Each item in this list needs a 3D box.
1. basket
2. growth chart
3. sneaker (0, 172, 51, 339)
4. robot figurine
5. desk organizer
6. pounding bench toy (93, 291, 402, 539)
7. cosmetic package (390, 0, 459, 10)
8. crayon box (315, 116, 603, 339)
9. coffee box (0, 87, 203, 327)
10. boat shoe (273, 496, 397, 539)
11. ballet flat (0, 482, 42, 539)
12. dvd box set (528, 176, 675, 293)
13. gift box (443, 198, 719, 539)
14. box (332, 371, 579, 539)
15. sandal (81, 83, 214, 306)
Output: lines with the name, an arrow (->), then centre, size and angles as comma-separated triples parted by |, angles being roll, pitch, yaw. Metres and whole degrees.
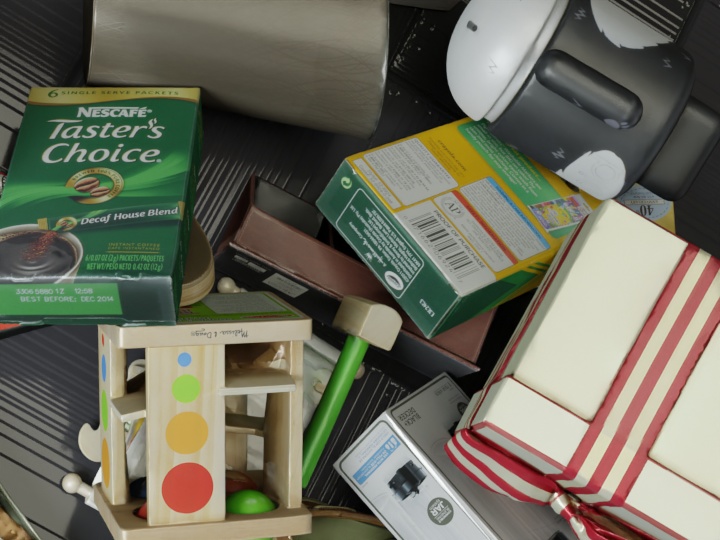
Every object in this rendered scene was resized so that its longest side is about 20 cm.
basket -> -0.091, -0.180, 1.230 | 0.198, 0.136, 0.182 | 1, 65, -13
growth chart -> -0.105, 0.104, 1.237 | 0.144, 0.018, 0.201 | 38, 72, -8
sneaker -> -0.277, -0.002, 1.176 | 0.200, 0.067, 0.109 | -16, 85, -22
robot figurine -> 0.158, -0.131, 1.246 | 0.199, 0.150, 0.125 | 31, 61, -5
desk organizer -> 0.000, 0.000, 1.259 | 0.199, 0.072, 0.078 | 27, 72, -12
pounding bench toy -> -0.070, 0.101, 1.159 | 0.198, 0.124, 0.158 | -2, 98, -16
cosmetic package -> 0.052, -0.308, 1.306 | 0.084, 0.108, 0.202 | 5, 78, -15
crayon box -> 0.079, -0.040, 1.240 | 0.199, 0.052, 0.126 | -22, 66, -46
coffee box -> -0.167, -0.046, 1.126 | 0.122, 0.044, 0.201 | 1, 40, 2
boat shoe -> 0.024, 0.209, 1.229 | 0.198, 0.074, 0.076 | 15, 77, -15
ballet flat -> -0.245, 0.180, 1.156 | 0.067, 0.064, 0.201 | -37, 93, -19
dvd box set -> 0.168, -0.083, 1.345 | 0.145, 0.029, 0.202 | 1, 80, -17
gift box -> 0.174, 0.089, 1.143 | 0.184, 0.200, 0.188 | 29, 80, 6
box -> 0.086, 0.174, 1.208 | 0.200, 0.116, 0.060 | 47, 116, 8
sandal -> -0.153, -0.040, 1.213 | 0.077, 0.070, 0.212 | -16, 50, -15
